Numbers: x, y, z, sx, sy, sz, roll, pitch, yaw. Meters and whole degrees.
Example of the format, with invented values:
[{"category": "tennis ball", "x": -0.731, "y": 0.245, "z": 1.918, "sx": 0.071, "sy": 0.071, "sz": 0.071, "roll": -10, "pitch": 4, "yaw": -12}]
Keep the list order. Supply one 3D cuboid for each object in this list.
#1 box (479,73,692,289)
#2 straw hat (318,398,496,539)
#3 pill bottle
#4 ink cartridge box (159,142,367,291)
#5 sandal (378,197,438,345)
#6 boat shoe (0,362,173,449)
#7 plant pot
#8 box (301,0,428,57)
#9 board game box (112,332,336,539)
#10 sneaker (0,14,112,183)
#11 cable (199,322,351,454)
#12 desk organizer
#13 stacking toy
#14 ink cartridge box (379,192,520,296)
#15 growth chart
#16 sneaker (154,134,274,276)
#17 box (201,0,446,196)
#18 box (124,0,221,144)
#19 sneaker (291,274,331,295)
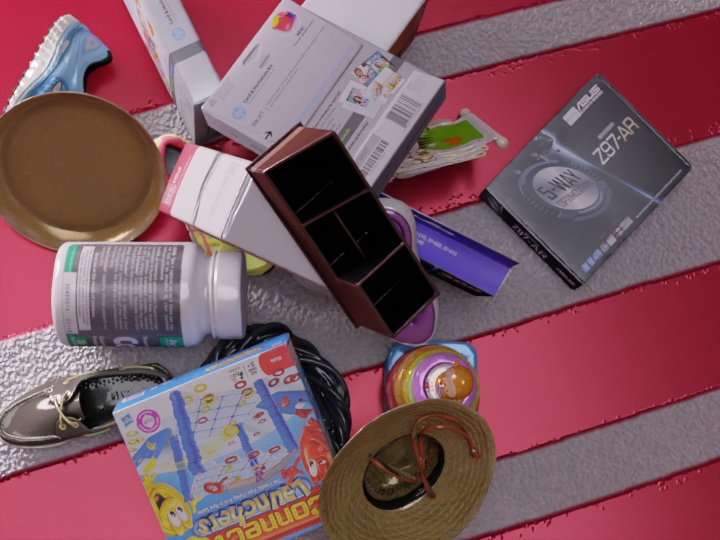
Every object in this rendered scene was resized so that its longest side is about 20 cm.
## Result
[{"category": "box", "x": 0.263, "y": -0.104, "z": 1.515, "sx": 0.200, "sy": 0.044, "sz": 0.160, "roll": -44, "pitch": 88, "yaw": -11}, {"category": "straw hat", "x": 0.039, "y": 0.197, "z": 1.343, "sx": 0.199, "sy": 0.085, "sz": 0.203, "roll": -9, "pitch": 120, "yaw": -15}, {"category": "pill bottle", "x": -0.224, "y": 0.026, "z": 1.399, "sx": 0.198, "sy": 0.113, "sz": 0.114, "roll": 0, "pitch": 80, "yaw": 0}, {"category": "ink cartridge box", "x": -0.102, "y": -0.057, "z": 1.322, "sx": 0.145, "sy": 0.200, "sz": 0.085, "roll": 25, "pitch": 87, "yaw": -28}, {"category": "sandal", "x": 0.030, "y": 0.013, "z": 1.345, "sx": 0.082, "sy": 0.204, "sz": 0.050, "roll": -3, "pitch": 42, "yaw": 16}, {"category": "boat shoe", "x": -0.300, "y": 0.144, "z": 1.405, "sx": 0.200, "sy": 0.060, "sz": 0.073, "roll": -14, "pitch": 83, "yaw": -8}, {"category": "plant pot", "x": -0.309, "y": -0.109, "z": 1.410, "sx": 0.198, "sy": 0.028, "sz": 0.202, "roll": -1, "pitch": 123, "yaw": -1}, {"category": "box", "x": -0.026, "y": -0.241, "z": 1.452, "sx": 0.106, "sy": 0.152, "sz": 0.201, "roll": 36, "pitch": 79, "yaw": 2}, {"category": "board game box", "x": -0.131, "y": 0.196, "z": 1.366, "sx": 0.198, "sy": 0.056, "sz": 0.197, "roll": -22, "pitch": 98, "yaw": 0}, {"category": "sneaker", "x": -0.344, "y": -0.182, "z": 1.449, "sx": 0.089, "sy": 0.078, "sz": 0.201, "roll": 29, "pitch": 84, "yaw": -12}, {"category": "cable", "x": -0.091, "y": 0.156, "z": 1.437, "sx": 0.200, "sy": 0.051, "sz": 0.164, "roll": 39, "pitch": 73, "yaw": 2}, {"category": "desk organizer", "x": -0.014, "y": -0.036, "z": 1.213, "sx": 0.072, "sy": 0.077, "sz": 0.201, "roll": -42, "pitch": 115, "yaw": -16}, {"category": "stacking toy", "x": 0.088, "y": 0.126, "z": 1.377, "sx": 0.108, "sy": 0.200, "sz": 0.117, "roll": 0, "pitch": 82, "yaw": -6}, {"category": "ink cartridge box", "x": 0.062, "y": -0.031, "z": 1.400, "sx": 0.197, "sy": 0.200, "sz": 0.044, "roll": 27, "pitch": 85, "yaw": -2}, {"category": "growth chart", "x": 0.063, "y": -0.138, "z": 1.449, "sx": 0.198, "sy": 0.145, "sz": 0.018, "roll": -18, "pitch": 118, "yaw": -20}, {"category": "sneaker", "x": -0.168, "y": -0.073, "z": 1.440, "sx": 0.200, "sy": 0.090, "sz": 0.078, "roll": 45, "pitch": 76, "yaw": -1}, {"category": "box", "x": -0.037, "y": -0.169, "z": 1.311, "sx": 0.199, "sy": 0.041, "sz": 0.157, "roll": 30, "pitch": 73, "yaw": 15}, {"category": "box", "x": -0.208, "y": -0.253, "z": 1.427, "sx": 0.041, "sy": 0.156, "sz": 0.201, "roll": -24, "pitch": 84, "yaw": -11}, {"category": "sneaker", "x": 0.000, "y": 0.000, "z": 1.440, "sx": 0.199, "sy": 0.099, "sz": 0.078, "roll": 29, "pitch": 74, "yaw": -2}]
